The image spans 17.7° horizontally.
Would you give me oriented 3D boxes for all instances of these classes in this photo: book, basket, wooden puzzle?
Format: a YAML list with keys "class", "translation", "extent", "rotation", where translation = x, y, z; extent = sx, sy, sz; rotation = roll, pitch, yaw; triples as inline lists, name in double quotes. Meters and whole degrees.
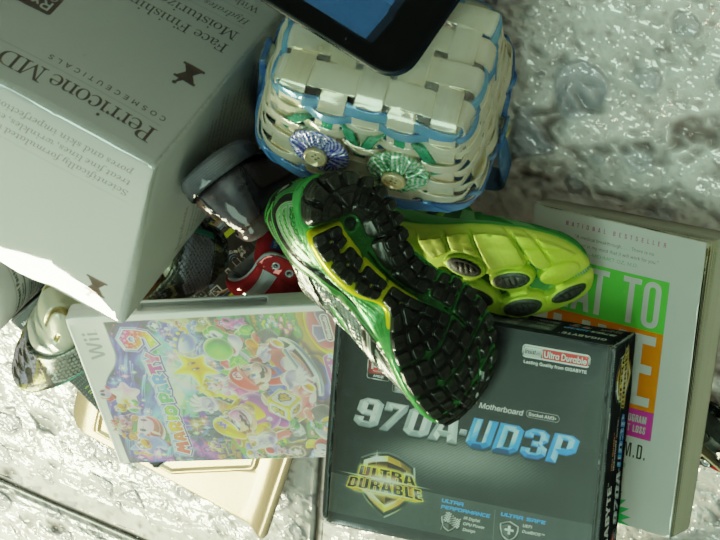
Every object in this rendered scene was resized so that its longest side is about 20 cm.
- class: "book"
  translation: [0.166, 0.063, 1.537]
  extent: [0.133, 0.048, 0.200]
  rotation: [13, 104, 30]
- class: "basket"
  translation: [0.012, -0.110, 1.477]
  extent: [0.176, 0.139, 0.200]
  rotation: [16, 170, 6]
- class: "wooden puzzle"
  translation: [-0.137, 0.110, 1.862]
  extent: [0.200, 0.037, 0.185]
  rotation: [31, 140, 11]

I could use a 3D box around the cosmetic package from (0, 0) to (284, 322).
- class: "cosmetic package"
  translation: [-0.169, -0.110, 1.544]
  extent: [0.165, 0.200, 0.165]
  rotation: [27, 139, 8]

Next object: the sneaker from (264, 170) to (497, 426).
- class: "sneaker"
  translation: [0.015, 0.014, 1.465]
  extent: [0.085, 0.078, 0.200]
  rotation: [8, 137, 58]

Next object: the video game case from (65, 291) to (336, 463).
- class: "video game case"
  translation: [-0.094, 0.077, 1.627]
  extent: [0.200, 0.018, 0.143]
  rotation: [-3, 129, 16]

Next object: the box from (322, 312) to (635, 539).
- class: "box"
  translation: [0.077, 0.106, 1.535]
  extent: [0.200, 0.046, 0.159]
  rotation: [10, 103, 24]

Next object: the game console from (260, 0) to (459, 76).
- class: "game console"
  translation: [-0.008, -0.246, 1.358]
  extent: [0.200, 0.118, 0.171]
  rotation: [32, 135, 8]

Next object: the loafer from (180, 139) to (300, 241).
- class: "loafer"
  translation: [-0.064, -0.047, 1.547]
  extent: [0.072, 0.200, 0.063]
  rotation: [-38, 84, 13]

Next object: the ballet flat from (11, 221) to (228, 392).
- class: "ballet flat"
  translation: [-0.188, 0.018, 1.652]
  extent: [0.200, 0.072, 0.072]
  rotation: [-32, 109, 20]

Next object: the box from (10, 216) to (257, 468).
- class: "box"
  translation: [-0.134, 0.029, 1.710]
  extent: [0.200, 0.044, 0.160]
  rotation: [-40, 99, 23]

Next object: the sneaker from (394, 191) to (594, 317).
- class: "sneaker"
  translation: [0.060, -0.024, 1.531]
  extent: [0.200, 0.084, 0.074]
  rotation: [9, 132, 22]

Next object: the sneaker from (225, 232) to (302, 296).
- class: "sneaker"
  translation: [0.000, 0.000, 1.610]
  extent: [0.200, 0.071, 0.113]
  rotation: [-24, 109, 20]

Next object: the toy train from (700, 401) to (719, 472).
- class: "toy train"
  translation: [0.241, 0.116, 1.617]
  extent: [0.200, 0.034, 0.046]
  rotation: [40, 151, -7]

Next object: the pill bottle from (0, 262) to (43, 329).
- class: "pill bottle"
  translation: [-0.282, -0.019, 1.701]
  extent: [0.113, 0.200, 0.114]
  rotation: [21, 136, 21]
